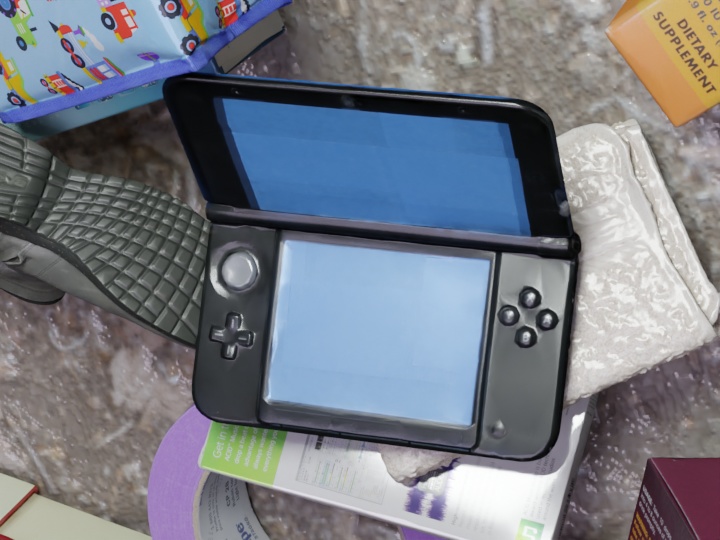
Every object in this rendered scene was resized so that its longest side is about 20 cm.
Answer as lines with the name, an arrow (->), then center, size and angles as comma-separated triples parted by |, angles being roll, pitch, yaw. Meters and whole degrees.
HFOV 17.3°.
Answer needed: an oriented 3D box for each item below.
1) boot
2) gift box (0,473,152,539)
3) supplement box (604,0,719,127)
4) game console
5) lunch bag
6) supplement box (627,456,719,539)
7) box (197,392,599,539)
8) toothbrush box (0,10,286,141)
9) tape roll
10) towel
boot -> -0.158, -0.010, 1.311 | 0.200, 0.068, 0.131 | 30, 158, -5
gift box -> -0.219, 0.262, 1.460 | 0.186, 0.185, 0.201 | 20, 114, 14
supplement box -> 0.215, -0.150, 1.123 | 0.200, 0.069, 0.067 | -34, 98, 32
game console -> 0.000, 0.000, 1.178 | 0.199, 0.118, 0.171 | 6, 88, 18
lunch bag -> -0.160, -0.160, 1.194 | 0.200, 0.094, 0.151 | -14, 108, 39
supplement box -> 0.195, 0.202, 1.261 | 0.110, 0.086, 0.201 | 1, 121, -15
box -> 0.026, 0.064, 1.280 | 0.199, 0.036, 0.145 | 15, 84, 11
toothbrush box -> -0.164, -0.156, 1.293 | 0.199, 0.085, 0.147 | -17, 105, 30
tape roll -> -0.022, 0.144, 1.379 | 0.199, 0.066, 0.201 | 10, 117, 21
towel -> 0.078, 0.015, 1.232 | 0.199, 0.034, 0.133 | -27, 78, 12
